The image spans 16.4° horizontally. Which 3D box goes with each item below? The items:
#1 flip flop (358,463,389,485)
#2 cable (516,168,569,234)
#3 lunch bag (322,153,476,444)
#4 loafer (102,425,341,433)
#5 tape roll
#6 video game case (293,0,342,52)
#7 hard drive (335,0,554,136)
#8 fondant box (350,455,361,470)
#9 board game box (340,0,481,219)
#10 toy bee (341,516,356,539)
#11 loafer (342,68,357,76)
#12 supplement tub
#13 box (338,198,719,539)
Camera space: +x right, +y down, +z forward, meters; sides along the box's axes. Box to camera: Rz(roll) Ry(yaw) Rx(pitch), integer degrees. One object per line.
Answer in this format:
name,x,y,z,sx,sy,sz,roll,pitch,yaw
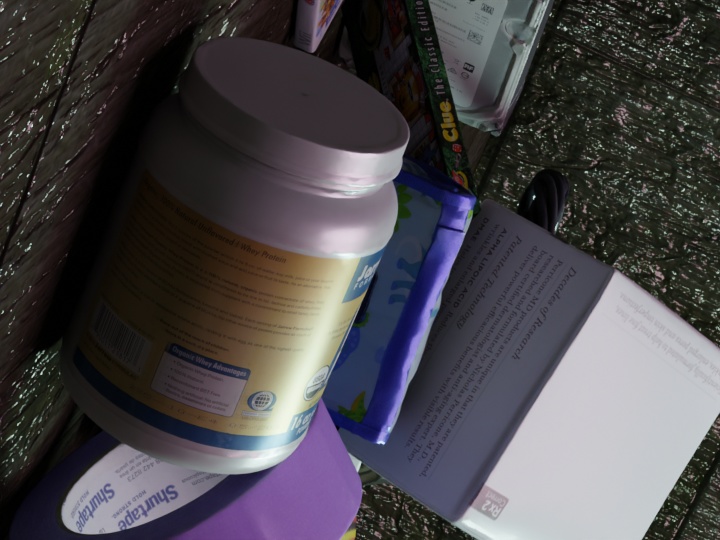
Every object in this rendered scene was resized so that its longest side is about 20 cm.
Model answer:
flip flop,0.034,0.126,1.853,0.200,0.081,0.058,104,-17,-77
cable,0.119,0.005,1.859,0.163,0.051,0.201,91,11,-61
lunch bag,-0.010,0.003,1.616,0.200,0.127,0.171,31,-75,55
loafer,-0.101,0.100,1.636,0.200,0.071,0.073,12,116,-50
tape roll,-0.102,0.139,1.446,0.199,0.066,0.200,-23,-160,9
video game case,0.000,-0.241,1.578,0.200,0.018,0.144,101,15,-68
hard drive,0.064,-0.191,1.779,0.038,0.139,0.200,-61,174,-35
fondant box,-0.078,0.142,1.875,0.200,0.144,0.058,109,-9,-47
board game box,0.033,-0.114,1.708,0.105,0.023,0.201,130,-50,-62
toy bee,-0.068,0.226,1.848,0.131,0.109,0.200,-24,178,-33
loafer,-0.019,-0.100,1.808,0.070,0.070,0.200,-61,168,18
supplement tub,-0.066,-0.008,1.334,0.201,0.144,0.145,-66,174,24
box,0.124,0.092,1.698,0.199,0.131,0.200,35,88,-49
